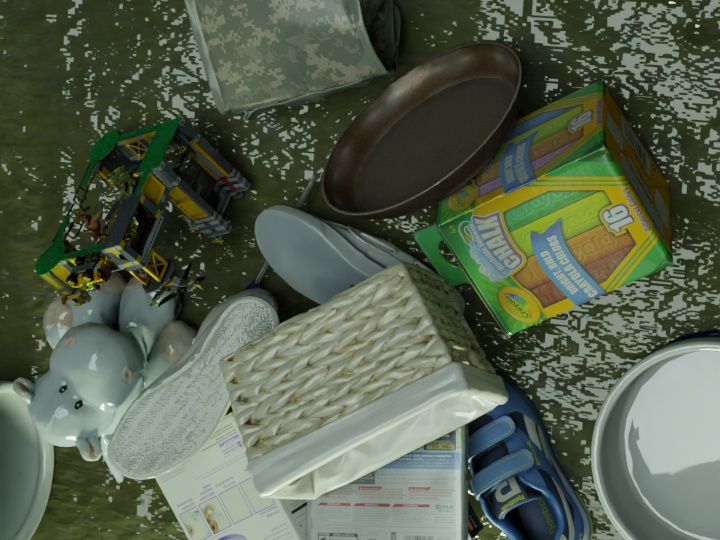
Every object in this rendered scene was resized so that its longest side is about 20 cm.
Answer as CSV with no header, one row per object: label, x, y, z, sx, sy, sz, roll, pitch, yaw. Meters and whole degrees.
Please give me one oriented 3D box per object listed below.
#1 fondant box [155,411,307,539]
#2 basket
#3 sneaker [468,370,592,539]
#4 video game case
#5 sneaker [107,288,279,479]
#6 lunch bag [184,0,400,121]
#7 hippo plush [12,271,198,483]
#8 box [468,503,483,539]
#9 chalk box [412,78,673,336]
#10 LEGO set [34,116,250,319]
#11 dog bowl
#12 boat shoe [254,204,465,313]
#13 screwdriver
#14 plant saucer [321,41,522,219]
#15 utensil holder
fondant box,-0.092,0.230,1.607,0.144,0.058,0.200,-32,85,45
basket,-0.002,0.091,1.449,0.200,0.136,0.124,-29,73,14
sneaker,0.128,0.168,1.528,0.074,0.082,0.200,-38,82,23
video game case,0.023,0.153,1.515,0.143,0.018,0.201,-1,85,20
sneaker,-0.141,0.099,1.576,0.074,0.116,0.200,43,95,-4
lunch bag,-0.061,-0.239,1.524,0.164,0.118,0.201,-12,89,21
hippo plush,-0.257,0.090,1.621,0.159,0.161,0.200,42,109,10
box,0.003,0.181,1.601,0.136,0.038,0.200,-32,86,22
chalk box,0.140,-0.042,1.450,0.200,0.124,0.125,-26,116,21
LEGO set,-0.188,-0.036,1.588,0.153,0.200,0.116,-19,131,35
dog bowl,0.297,0.151,1.463,0.199,0.079,0.201,3,99,21
boat shoe,0.000,0.000,1.562,0.200,0.065,0.074,34,127,7
screwdriver,-0.084,-0.001,1.615,0.029,0.028,0.200,29,109,-17
plant saucer,0.056,-0.111,1.475,0.200,0.200,0.032,-28,120,22
utensil holder,-0.424,0.184,1.696,0.199,0.170,0.171,3,99,22
